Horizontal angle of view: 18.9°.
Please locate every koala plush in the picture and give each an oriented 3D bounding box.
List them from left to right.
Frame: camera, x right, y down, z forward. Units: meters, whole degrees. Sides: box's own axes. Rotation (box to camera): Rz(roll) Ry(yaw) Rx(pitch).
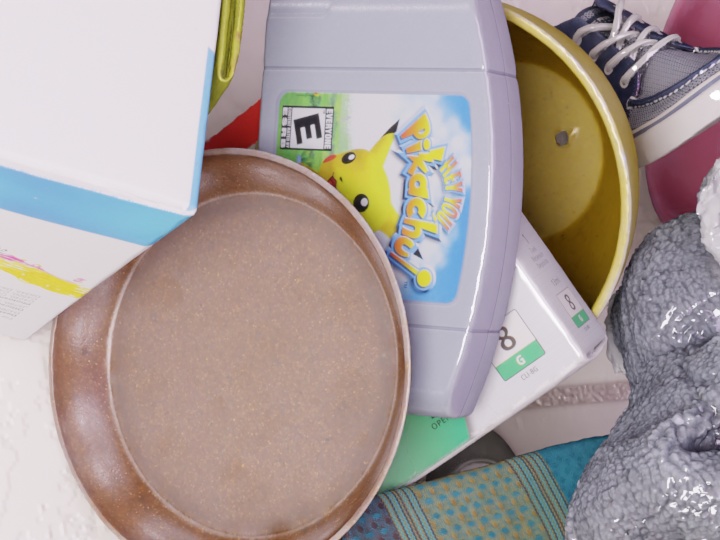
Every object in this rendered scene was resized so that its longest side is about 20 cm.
[{"bbox_3d":[0.176,0.055,1.047,0.182,0.178,0.202,2,61,-15],"label":"koala plush"}]

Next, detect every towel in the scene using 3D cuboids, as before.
[{"bbox_3d":[-0.080,-0.097,1.029,0.018,0.200,0.087,7,74,-15],"label":"towel"},{"bbox_3d":[0.091,0.159,1.052,0.199,0.022,0.147,-11,64,-33],"label":"towel"}]

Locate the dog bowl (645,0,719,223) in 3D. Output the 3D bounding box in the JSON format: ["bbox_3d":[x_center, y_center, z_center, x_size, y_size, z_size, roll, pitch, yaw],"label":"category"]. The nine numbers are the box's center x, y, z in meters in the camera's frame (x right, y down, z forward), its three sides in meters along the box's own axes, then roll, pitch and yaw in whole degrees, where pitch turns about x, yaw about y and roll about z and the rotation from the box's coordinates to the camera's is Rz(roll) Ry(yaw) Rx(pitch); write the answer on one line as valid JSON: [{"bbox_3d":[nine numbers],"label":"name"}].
[{"bbox_3d":[0.226,-0.096,1.228,0.073,0.200,0.202,7,70,-15],"label":"dog bowl"}]

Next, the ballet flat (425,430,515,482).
[{"bbox_3d":[0.061,0.154,1.093,0.067,0.064,0.201,23,52,-12],"label":"ballet flat"}]

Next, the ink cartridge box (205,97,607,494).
[{"bbox_3d":[0.000,0.000,1.060,0.201,0.161,0.050,54,25,1],"label":"ink cartridge box"}]

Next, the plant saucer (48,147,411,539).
[{"bbox_3d":[-0.058,0.045,1.017,0.034,0.199,0.202,7,67,-61],"label":"plant saucer"}]

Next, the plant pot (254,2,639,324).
[{"bbox_3d":[0.063,-0.051,1.126,0.201,0.199,0.142,61,26,0],"label":"plant pot"}]

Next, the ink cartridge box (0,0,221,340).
[{"bbox_3d":[-0.169,-0.078,0.967,0.145,0.200,0.148,15,66,-25],"label":"ink cartridge box"}]

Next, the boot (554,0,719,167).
[{"bbox_3d":[0.148,-0.108,1.179,0.072,0.200,0.091,-32,92,-17],"label":"boot"}]

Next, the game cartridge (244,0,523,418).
[{"bbox_3d":[0.012,-0.034,1.020,0.040,0.132,0.202,3,90,-62],"label":"game cartridge"}]
